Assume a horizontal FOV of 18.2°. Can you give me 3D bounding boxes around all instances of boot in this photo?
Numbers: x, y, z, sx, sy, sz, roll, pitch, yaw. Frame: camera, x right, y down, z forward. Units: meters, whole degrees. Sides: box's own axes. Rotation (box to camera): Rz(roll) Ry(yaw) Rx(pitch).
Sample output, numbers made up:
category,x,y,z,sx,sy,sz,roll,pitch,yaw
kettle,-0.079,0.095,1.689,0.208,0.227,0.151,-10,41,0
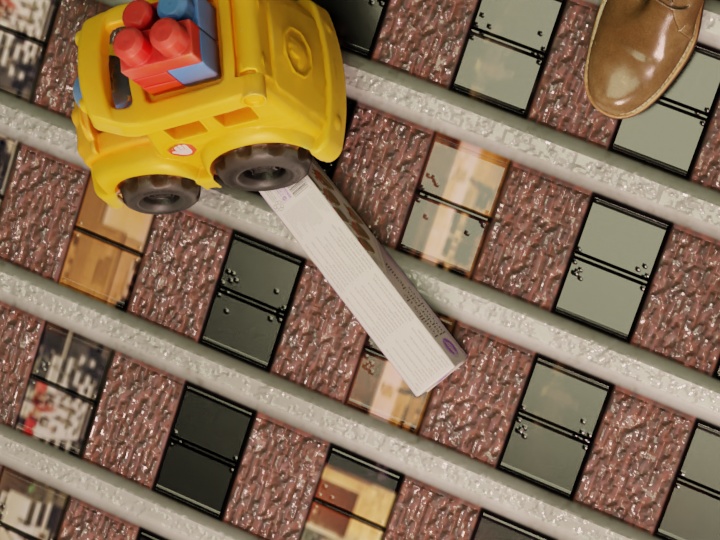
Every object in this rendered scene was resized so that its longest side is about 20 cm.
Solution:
category,x,y,z,sx,sy,sz,roll,pitch,yaw
boot,0.206,-0.193,1.529,0.073,0.075,0.200,31,107,10

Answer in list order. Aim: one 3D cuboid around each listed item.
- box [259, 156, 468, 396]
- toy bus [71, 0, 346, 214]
category,x,y,z,sx,sy,sz,roll,pitch,yaw
box,0.000,0.000,1.644,0.041,0.039,0.200,-41,84,20
toy bus,-0.135,-0.134,1.574,0.199,0.192,0.136,-13,72,22
